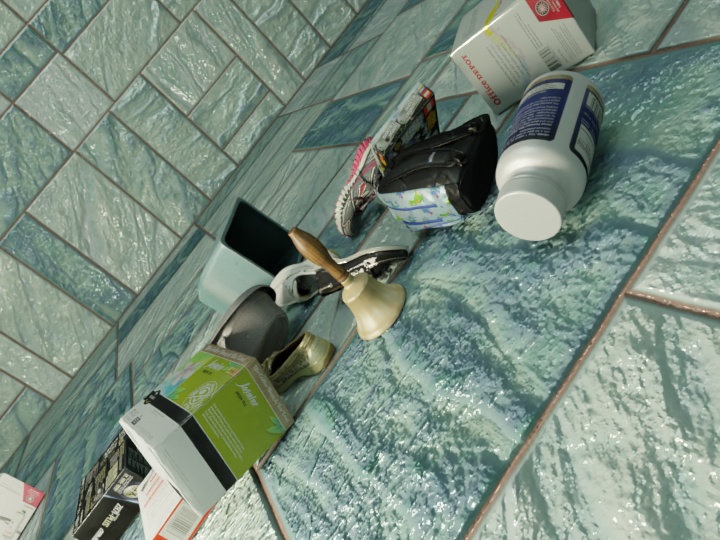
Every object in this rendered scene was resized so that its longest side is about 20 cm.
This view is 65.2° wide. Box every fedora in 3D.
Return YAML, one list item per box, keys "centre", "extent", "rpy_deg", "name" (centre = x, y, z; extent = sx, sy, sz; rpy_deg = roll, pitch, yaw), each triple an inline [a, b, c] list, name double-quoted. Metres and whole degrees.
- centre: [-0.202, 0.130, 1.068]
  extent: [0.204, 0.089, 0.176]
  rpy_deg: [-60, -17, 10]
  name: "fedora"

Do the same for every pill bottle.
- centre: [0.232, -0.142, 0.705]
  extent: [0.110, 0.111, 0.203]
  rpy_deg: [-16, 40, 51]
  name: "pill bottle"

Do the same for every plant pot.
- centre: [-0.270, -0.001, 1.304]
  extent: [0.200, 0.194, 0.198]
  rpy_deg: [-45, 23, 28]
  name: "plant pot"

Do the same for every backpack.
- centre: [0.116, -0.142, 0.900]
  extent: [0.195, 0.155, 0.166]
  rpy_deg: [1, 54, 35]
  name: "backpack"

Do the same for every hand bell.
- centre: [-0.032, 0.003, 0.852]
  extent: [0.103, 0.199, 0.105]
  rpy_deg: [-37, 25, 21]
  name: "hand bell"

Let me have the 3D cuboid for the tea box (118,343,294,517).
- centre: [-0.246, 0.239, 0.896]
  extent: [0.196, 0.136, 0.197]
  rpy_deg: [-40, 23, -30]
  name: "tea box"

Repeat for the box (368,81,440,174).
- centre: [0.088, -0.231, 1.030]
  extent: [0.138, 0.040, 0.200]
  rpy_deg: [-52, -17, -2]
  name: "box"

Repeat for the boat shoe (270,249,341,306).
- centre: [-0.122, 0.029, 1.131]
  extent: [0.198, 0.071, 0.070]
  rpy_deg: [-32, 27, 33]
  name: "boat shoe"

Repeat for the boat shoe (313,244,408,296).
- centre: [0.000, 0.000, 0.972]
  extent: [0.195, 0.073, 0.062]
  rpy_deg: [-14, 81, 30]
  name: "boat shoe"

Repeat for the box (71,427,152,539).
- centre: [-0.514, 0.453, 1.194]
  extent: [0.165, 0.086, 0.199]
  rpy_deg: [-52, 24, -5]
  name: "box"

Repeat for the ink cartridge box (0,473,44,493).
- centre: [-1.089, 0.747, 1.711]
  extent: [0.082, 0.146, 0.204]
  rpy_deg: [-22, 36, 44]
  name: "ink cartridge box"

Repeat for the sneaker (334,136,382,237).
- centre: [0.007, -0.159, 1.131]
  extent: [0.080, 0.074, 0.205]
  rpy_deg: [-20, -45, -59]
  name: "sneaker"

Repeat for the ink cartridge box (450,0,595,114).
- centre: [0.277, -0.405, 0.962]
  extent: [0.197, 0.145, 0.147]
  rpy_deg: [-26, 33, 42]
  name: "ink cartridge box"

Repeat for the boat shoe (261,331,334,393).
- centre: [-0.127, 0.155, 0.970]
  extent: [0.198, 0.062, 0.075]
  rpy_deg: [-33, 29, 36]
  name: "boat shoe"

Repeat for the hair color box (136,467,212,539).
- centre: [-0.322, 0.390, 0.977]
  extent: [0.112, 0.064, 0.199]
  rpy_deg: [-54, 26, -11]
  name: "hair color box"
